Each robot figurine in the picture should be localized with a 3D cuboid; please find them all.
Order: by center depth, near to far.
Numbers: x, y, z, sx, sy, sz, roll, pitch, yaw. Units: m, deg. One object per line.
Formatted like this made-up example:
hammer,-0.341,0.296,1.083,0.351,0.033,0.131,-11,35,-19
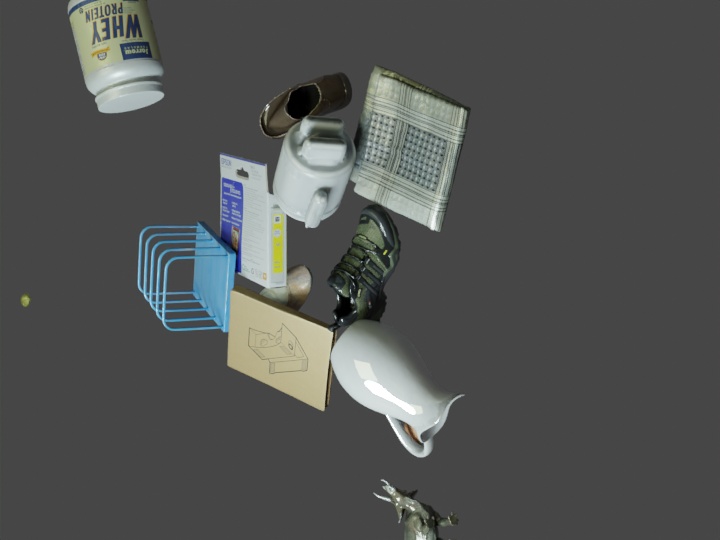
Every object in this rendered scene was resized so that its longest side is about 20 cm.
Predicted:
robot figurine,-0.073,-0.153,1.751,0.201,0.111,0.171,112,160,-54

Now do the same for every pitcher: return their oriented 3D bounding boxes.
pitcher,0.047,0.183,1.731,0.199,0.121,0.173,39,139,19

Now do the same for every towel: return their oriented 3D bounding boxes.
towel,0.064,-0.182,1.687,0.199,0.034,0.195,31,119,37

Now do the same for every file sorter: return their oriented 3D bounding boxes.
file sorter,-0.305,0.010,1.976,0.200,0.121,0.141,-143,55,-60

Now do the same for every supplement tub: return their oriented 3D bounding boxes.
supplement tub,-0.436,-0.399,2.051,0.144,0.144,0.202,-18,86,44

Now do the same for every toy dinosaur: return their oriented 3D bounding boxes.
toy dinosaur,0.099,0.416,1.760,0.102,0.076,0.202,-8,98,56

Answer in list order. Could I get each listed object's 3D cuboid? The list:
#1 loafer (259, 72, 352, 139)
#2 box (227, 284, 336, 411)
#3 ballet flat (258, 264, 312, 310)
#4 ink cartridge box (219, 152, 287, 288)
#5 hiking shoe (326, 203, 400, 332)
loafer,-0.101,-0.264,1.805,0.199,0.071,0.074,-24,82,44
box,-0.133,0.127,1.890,0.198,0.021,0.165,22,127,22
ballet flat,-0.153,0.061,1.922,0.200,0.067,0.068,-47,66,39
ink cartridge box,-0.181,-0.088,1.904,0.197,0.047,0.203,21,111,59
hiking shoe,0.000,0.000,1.738,0.075,0.100,0.202,21,113,38
